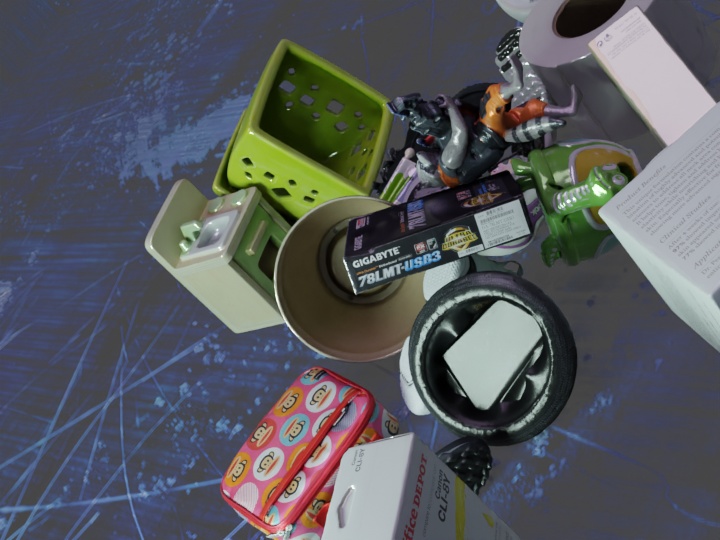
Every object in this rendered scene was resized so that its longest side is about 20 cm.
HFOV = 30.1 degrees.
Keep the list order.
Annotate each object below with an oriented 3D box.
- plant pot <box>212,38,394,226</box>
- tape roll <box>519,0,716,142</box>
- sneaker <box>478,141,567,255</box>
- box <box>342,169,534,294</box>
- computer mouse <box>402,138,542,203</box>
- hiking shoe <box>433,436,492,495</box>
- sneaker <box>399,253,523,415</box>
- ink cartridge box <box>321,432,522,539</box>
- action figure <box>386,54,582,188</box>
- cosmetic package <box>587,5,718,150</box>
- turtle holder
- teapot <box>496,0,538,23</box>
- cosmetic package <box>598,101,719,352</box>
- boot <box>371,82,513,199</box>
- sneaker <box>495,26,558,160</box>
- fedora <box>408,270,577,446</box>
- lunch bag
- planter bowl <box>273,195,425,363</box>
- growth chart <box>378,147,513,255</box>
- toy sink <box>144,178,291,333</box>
[{"bbox_3d":[-0.089,-0.169,1.899,0.182,0.199,0.200,-46,21,47],"label":"plant pot"},{"bbox_3d":[0.313,-0.275,1.632,0.202,0.139,0.203,-29,35,23],"label":"tape roll"},{"bbox_3d":[0.201,-0.087,1.621,0.199,0.075,0.100,-32,19,11],"label":"sneaker"},{"bbox_3d":[0.082,-0.047,1.459,0.197,0.050,0.200,-17,12,6],"label":"box"},{"bbox_3d":[0.127,-0.125,1.640,0.199,0.110,0.044,-29,78,15],"label":"computer mouse"},{"bbox_3d":[0.047,0.231,1.398,0.200,0.074,0.087,-40,32,7],"label":"hiking shoe"},{"bbox_3d":[0.119,0.072,1.511,0.075,0.114,0.201,35,115,59],"label":"sneaker"},{"bbox_3d":[0.060,0.266,1.220,0.083,0.200,0.146,-20,39,33],"label":"ink cartridge box"},{"bbox_3d":[0.125,-0.153,1.473,0.193,0.199,0.105,-37,66,35],"label":"action figure"},{"bbox_3d":[0.337,-0.179,1.446,0.073,0.103,0.201,-36,61,12],"label":"cosmetic package"},{"bbox_3d":[0.243,-0.089,1.459,0.131,0.186,0.142,-19,59,6],"label":"turtle holder"},{"bbox_3d":[0.286,-0.422,1.844,0.200,0.146,0.198,53,123,38],"label":"teapot"},{"bbox_3d":[0.365,-0.022,1.247,0.167,0.166,0.200,-42,32,3],"label":"cosmetic package"},{"bbox_3d":[0.112,-0.157,1.787,0.198,0.073,0.163,-14,42,44],"label":"boot"},{"bbox_3d":[0.232,-0.220,1.721,0.075,0.081,0.201,-34,51,44],"label":"sneaker"},{"bbox_3d":[0.151,0.085,1.415,0.200,0.202,0.091,-18,4,35],"label":"fedora"},{"bbox_3d":[-0.052,0.219,1.528,0.200,0.082,0.176,-53,36,-12],"label":"lunch bag"},{"bbox_3d":[0.000,0.000,1.641,0.200,0.200,0.135,-38,6,9],"label":"planter bowl"},{"bbox_3d":[0.113,-0.094,1.700,0.199,0.018,0.145,16,72,32],"label":"growth chart"},{"bbox_3d":[-0.174,-0.030,1.841,0.112,0.200,0.131,-14,41,40],"label":"toy sink"}]
